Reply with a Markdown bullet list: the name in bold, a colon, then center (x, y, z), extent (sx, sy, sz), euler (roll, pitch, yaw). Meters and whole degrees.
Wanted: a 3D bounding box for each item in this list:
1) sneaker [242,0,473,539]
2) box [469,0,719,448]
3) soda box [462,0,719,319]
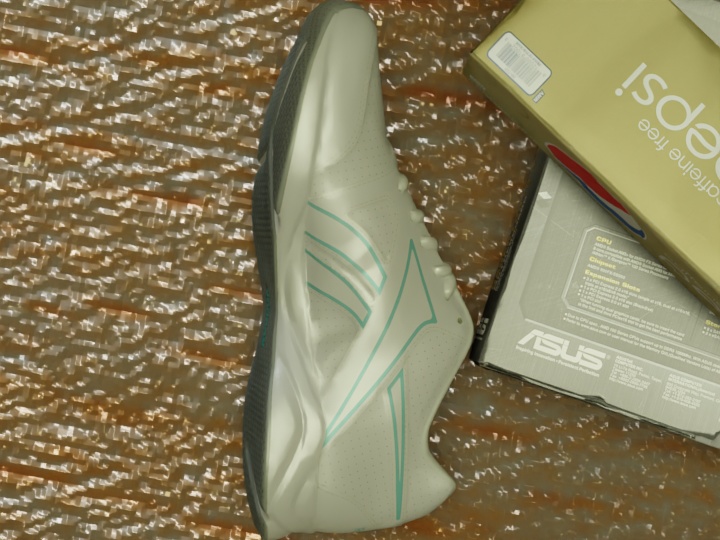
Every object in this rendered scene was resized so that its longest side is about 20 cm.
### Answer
- **sneaker**: center (0.000, 0.000, 1.035), extent (0.080, 0.070, 0.201), euler (1, 96, -9)
- **box**: center (0.159, -0.007, 1.039), extent (0.200, 0.048, 0.159), euler (18, 88, 0)
- **soda box**: center (0.129, -0.027, 0.981), extent (0.200, 0.068, 0.064), euler (44, 89, 1)
